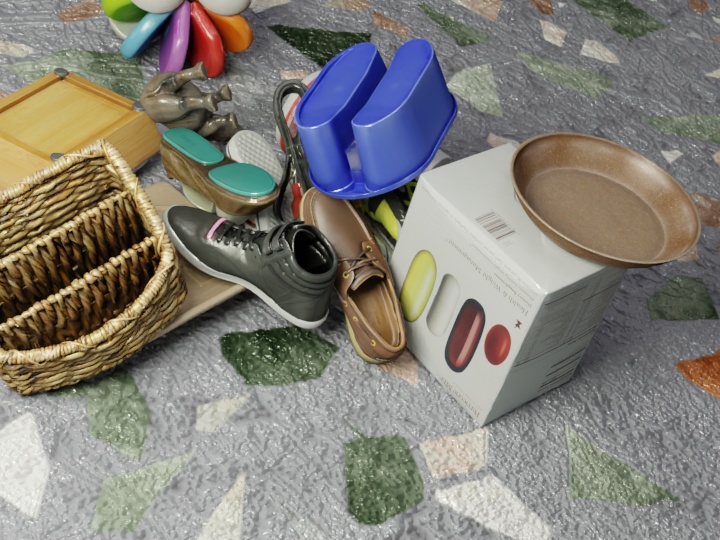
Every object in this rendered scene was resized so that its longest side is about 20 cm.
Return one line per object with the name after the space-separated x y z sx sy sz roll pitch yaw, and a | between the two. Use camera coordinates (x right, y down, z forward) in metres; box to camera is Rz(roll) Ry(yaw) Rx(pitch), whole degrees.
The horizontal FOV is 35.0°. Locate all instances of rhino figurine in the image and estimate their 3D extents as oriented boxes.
-0.190 -0.183 1.332 0.087 0.200 0.060 -11 78 10 | rhino figurine

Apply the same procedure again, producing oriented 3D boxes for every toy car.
-0.234 -0.321 1.485 0.199 0.175 0.151 -3 82 -24 | toy car

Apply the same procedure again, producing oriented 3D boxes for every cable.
-0.068 -0.114 1.266 0.097 0.050 0.200 -21 67 -7 | cable

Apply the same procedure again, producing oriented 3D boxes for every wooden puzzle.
-0.222 -0.006 1.210 0.200 0.046 0.185 36 43 25 | wooden puzzle

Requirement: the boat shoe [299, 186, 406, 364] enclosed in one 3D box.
0.000 0.001 1.188 0.072 0.068 0.201 -23 90 -17 | boat shoe

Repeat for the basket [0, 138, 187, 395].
-0.271 0.006 1.053 0.200 0.149 0.143 -30 59 -17 | basket

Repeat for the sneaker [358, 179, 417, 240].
0.010 -0.099 1.297 0.075 0.076 0.200 6 49 -59 | sneaker

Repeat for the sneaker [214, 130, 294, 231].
-0.107 -0.054 1.283 0.078 0.079 0.200 -5 64 -45 | sneaker

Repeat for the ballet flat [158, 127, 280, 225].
-0.154 -0.090 1.236 0.068 0.073 0.200 -22 38 -38 | ballet flat

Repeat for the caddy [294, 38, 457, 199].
0.018 -0.154 1.195 0.141 0.105 0.200 2 43 29 | caddy

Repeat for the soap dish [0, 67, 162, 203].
-0.338 -0.145 1.277 0.157 0.081 0.200 25 38 14 | soap dish

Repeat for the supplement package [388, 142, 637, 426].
0.145 0.013 1.202 0.147 0.200 0.191 -21 54 -36 | supplement package

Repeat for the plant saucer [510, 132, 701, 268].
0.240 -0.064 1.141 0.200 0.037 0.201 11 42 -10 | plant saucer

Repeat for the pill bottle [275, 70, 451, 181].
0.005 -0.149 1.391 0.200 0.116 0.116 34 43 17 | pill bottle

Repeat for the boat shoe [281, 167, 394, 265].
-0.030 -0.053 1.314 0.200 0.072 0.066 34 11 35 | boat shoe

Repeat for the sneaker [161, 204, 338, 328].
-0.105 -0.029 1.154 0.200 0.099 0.071 32 47 2 | sneaker
